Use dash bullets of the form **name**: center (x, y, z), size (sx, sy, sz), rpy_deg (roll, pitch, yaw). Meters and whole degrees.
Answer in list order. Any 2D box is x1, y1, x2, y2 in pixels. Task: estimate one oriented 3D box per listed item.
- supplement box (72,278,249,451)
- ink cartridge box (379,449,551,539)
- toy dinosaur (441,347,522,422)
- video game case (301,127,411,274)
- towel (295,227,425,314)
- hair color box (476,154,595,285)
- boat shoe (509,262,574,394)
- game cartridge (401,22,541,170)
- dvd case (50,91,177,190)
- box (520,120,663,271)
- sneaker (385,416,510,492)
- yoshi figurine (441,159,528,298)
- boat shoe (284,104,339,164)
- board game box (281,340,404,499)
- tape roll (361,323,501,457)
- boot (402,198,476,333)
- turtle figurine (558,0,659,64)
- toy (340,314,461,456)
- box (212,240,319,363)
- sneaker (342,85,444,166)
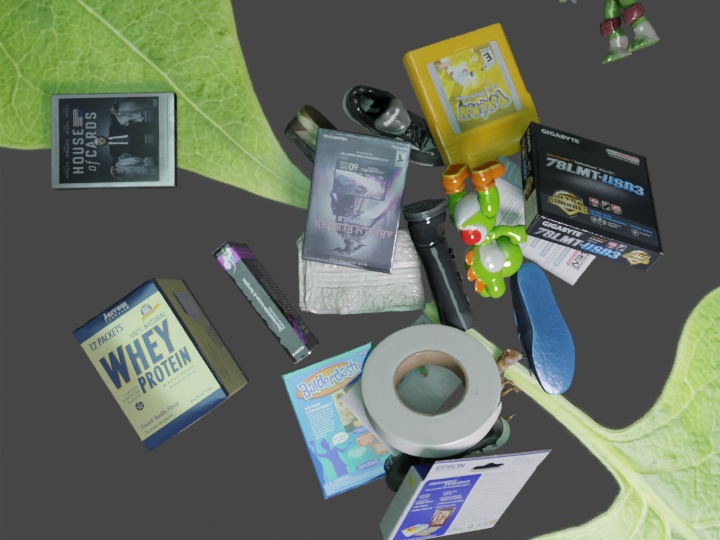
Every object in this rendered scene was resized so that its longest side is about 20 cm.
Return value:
- **supplement box**: center (-0.284, 0.129, 1.281), size (0.134, 0.200, 0.201), rpy_deg (-34, 88, 1)
- **ink cartridge box**: center (0.146, 0.310, 1.249), size (0.196, 0.047, 0.201), rpy_deg (1, 130, -27)
- **toy dinosaur**: center (0.180, 0.204, 1.350), size (0.200, 0.060, 0.106), rpy_deg (-40, 76, -2)
- **video game case**: center (-0.007, -0.104, 1.314), size (0.141, 0.019, 0.202), rpy_deg (9, 103, 3)
- **towel**: center (0.000, 0.000, 1.361), size (0.198, 0.034, 0.134), rpy_deg (-3, 89, 1)
- **hair color box**: center (0.267, -0.076, 1.320), size (0.199, 0.061, 0.099), rpy_deg (31, 132, 2)
- **boat shoe**: center (0.279, 0.088, 1.338), size (0.083, 0.069, 0.202), rpy_deg (-7, 84, -11)
- **game cartridge**: center (0.177, -0.262, 1.336), size (0.175, 0.032, 0.202), rpy_deg (-22, 88, -19)
- **dvd case**: center (-0.389, -0.204, 1.379), size (0.198, 0.025, 0.152), rpy_deg (-1, 88, 1)
- **box**: center (0.334, -0.112, 1.276), size (0.198, 0.050, 0.200), rpy_deg (16, 51, -11)
- **sneaker**: center (0.117, 0.252, 1.268), size (0.199, 0.091, 0.067), rpy_deg (-29, 46, 5)
- **yoshi figurine**: center (0.187, -0.063, 1.283), size (0.111, 0.113, 0.202), rpy_deg (-15, 109, -3)
- **boat shoe**: center (-0.036, -0.164, 1.353), size (0.065, 0.073, 0.200), rpy_deg (-37, 97, 26)
- **board game box**: center (-0.018, 0.229, 1.350), size (0.151, 0.045, 0.202), rpy_deg (-19, 89, 0)
- **tape roll**: center (0.100, 0.167, 1.236), size (0.200, 0.037, 0.204), rpy_deg (-2, 51, 3)
- **boot**: center (0.118, -0.001, 1.281), size (0.065, 0.165, 0.202), rpy_deg (-15, 97, 4)
- **turtle figurine**: center (0.357, -0.414, 1.310), size (0.143, 0.199, 0.196), rpy_deg (-17, 93, 35)
- **toy**: center (0.070, 0.173, 1.313), size (0.115, 0.047, 0.200), rpy_deg (44, 64, 5)
- **box**: center (-0.138, 0.046, 1.309), size (0.036, 0.143, 0.201), rpy_deg (-38, 88, 2)
- **sneaker**: center (0.057, -0.222, 1.335), size (0.199, 0.090, 0.067), rpy_deg (32, 91, 2)
